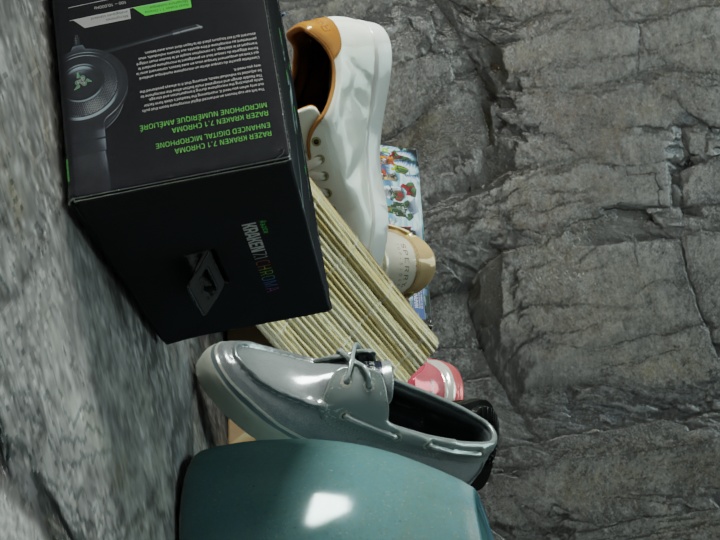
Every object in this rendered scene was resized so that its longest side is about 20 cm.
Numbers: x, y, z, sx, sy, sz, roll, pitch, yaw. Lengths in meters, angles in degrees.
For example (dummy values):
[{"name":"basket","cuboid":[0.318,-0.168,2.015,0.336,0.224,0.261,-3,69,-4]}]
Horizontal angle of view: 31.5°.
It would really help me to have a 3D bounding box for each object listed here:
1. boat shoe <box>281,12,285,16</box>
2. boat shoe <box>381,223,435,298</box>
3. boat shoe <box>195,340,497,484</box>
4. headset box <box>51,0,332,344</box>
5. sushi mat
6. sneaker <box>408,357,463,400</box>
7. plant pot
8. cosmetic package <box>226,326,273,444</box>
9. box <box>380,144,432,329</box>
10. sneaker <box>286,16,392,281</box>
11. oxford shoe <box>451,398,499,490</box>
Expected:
[{"name":"boat shoe","cuboid":[-0.108,-0.172,1.108,0.069,0.083,0.201,-95,-169,-49]},{"name":"boat shoe","cuboid":[0.000,0.000,0.977,0.200,0.068,0.075,-171,-98,-71]},{"name":"boat shoe","cuboid":[-0.003,0.079,0.779,0.072,0.200,0.070,-52,-153,22]},{"name":"headset box","cuboid":[-0.077,-0.080,0.598,0.174,0.092,0.202,79,0,-69]},{"name":"sushi mat","cuboid":[-0.030,0.010,0.814,0.012,0.096,0.200,4,-41,55]},{"name":"sneaker","cuboid":[-0.010,0.087,1.080,0.086,0.199,0.075,20,77,-47]},{"name":"plant pot","cuboid":[0.006,0.173,0.650,0.200,0.133,0.202,-15,90,-83]},{"name":"cosmetic package","cuboid":[-0.049,0.113,0.893,0.201,0.070,0.106,-101,178,-59]},{"name":"box","cuboid":[-0.012,-0.030,1.130,0.040,0.135,0.201,112,-20,-50]},{"name":"sneaker","cuboid":[-0.031,-0.068,0.854,0.072,0.084,0.202,4,-86,46]},{"name":"oxford shoe","cuboid":[0.051,0.125,0.985,0.200,0.084,0.073,30,73,-59]}]
